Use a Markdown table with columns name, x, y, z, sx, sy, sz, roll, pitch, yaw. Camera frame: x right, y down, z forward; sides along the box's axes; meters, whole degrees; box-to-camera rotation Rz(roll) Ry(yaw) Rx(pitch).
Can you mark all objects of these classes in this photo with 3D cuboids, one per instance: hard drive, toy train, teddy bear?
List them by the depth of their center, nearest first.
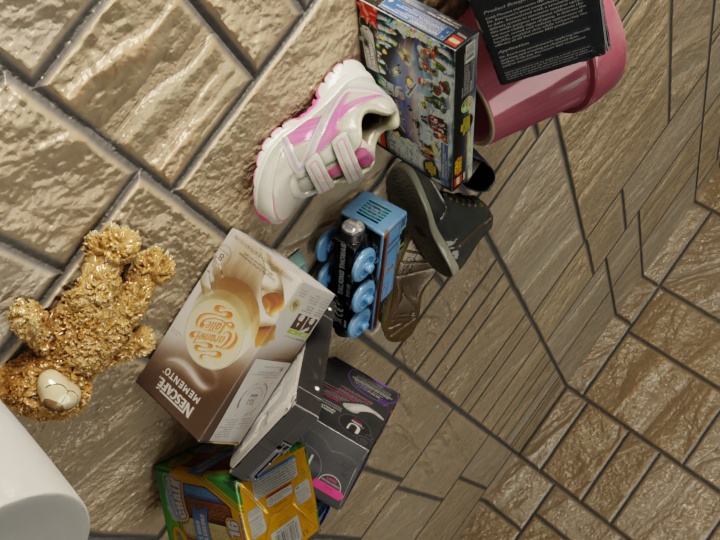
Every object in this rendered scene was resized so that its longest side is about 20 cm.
| name | x | y | z | sx | sy | sz | roll | pitch | yaw |
| --- | --- | --- | --- | --- | --- | --- | --- | --- | --- |
| teddy bear | -0.244 | 0.053 | 0.731 | 0.200 | 0.067 | 0.145 | -47 | 149 | -17 |
| hard drive | -0.089 | 0.131 | 0.940 | 0.140 | 0.038 | 0.201 | -48 | -159 | 31 |
| toy train | 0.000 | 0.000 | 1.054 | 0.114 | 0.086 | 0.201 | -42 | 150 | -36 |

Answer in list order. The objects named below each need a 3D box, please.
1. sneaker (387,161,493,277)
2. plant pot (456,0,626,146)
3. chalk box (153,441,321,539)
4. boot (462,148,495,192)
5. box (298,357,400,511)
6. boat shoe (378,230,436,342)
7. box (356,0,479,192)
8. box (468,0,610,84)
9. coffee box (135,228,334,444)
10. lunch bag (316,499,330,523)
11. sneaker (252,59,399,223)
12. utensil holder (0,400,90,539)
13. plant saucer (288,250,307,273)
| name | x | y | z | sx | sy | sz | roll | pitch | yaw |
| --- | --- | --- | --- | --- | --- | --- | --- | --- | --- |
| sneaker | 0.111 | -0.095 | 1.110 | 0.106 | 0.074 | 0.201 | -47 | 133 | -18 |
| plant pot | 0.181 | -0.251 | 0.960 | 0.178 | 0.200 | 0.201 | -36 | 149 | -12 |
| chalk box | -0.169 | 0.283 | 1.013 | 0.124 | 0.198 | 0.125 | -20 | 104 | -51 |
| boot | 0.116 | -0.164 | 1.042 | 0.075 | 0.097 | 0.200 | -56 | 153 | 2 |
| box | -0.035 | 0.223 | 1.138 | 0.107 | 0.121 | 0.200 | -65 | 172 | 18 |
| boat shoe | 0.064 | 0.009 | 1.205 | 0.073 | 0.063 | 0.202 | 3 | 118 | -29 |
| box | 0.061 | -0.194 | 0.877 | 0.040 | 0.137 | 0.201 | -40 | 149 | -23 |
| box | 0.157 | -0.329 | 0.792 | 0.123 | 0.202 | 0.197 | -14 | 158 | 15 |
| coffee box | -0.136 | 0.074 | 0.879 | 0.201 | 0.114 | 0.080 | -58 | 152 | 3 |
| lunch bag | -0.109 | 0.439 | 1.382 | 0.152 | 0.094 | 0.200 | -66 | 164 | 17 |
| sneaker | -0.034 | -0.127 | 0.850 | 0.201 | 0.088 | 0.081 | -53 | 153 | -5 |
| utensil holder | -0.318 | 0.160 | 0.585 | 0.170 | 0.199 | 0.171 | -39 | 148 | -30 |
| plant saucer | -0.088 | 0.061 | 1.049 | 0.070 | 0.019 | 0.201 | -40 | 150 | -26 |
